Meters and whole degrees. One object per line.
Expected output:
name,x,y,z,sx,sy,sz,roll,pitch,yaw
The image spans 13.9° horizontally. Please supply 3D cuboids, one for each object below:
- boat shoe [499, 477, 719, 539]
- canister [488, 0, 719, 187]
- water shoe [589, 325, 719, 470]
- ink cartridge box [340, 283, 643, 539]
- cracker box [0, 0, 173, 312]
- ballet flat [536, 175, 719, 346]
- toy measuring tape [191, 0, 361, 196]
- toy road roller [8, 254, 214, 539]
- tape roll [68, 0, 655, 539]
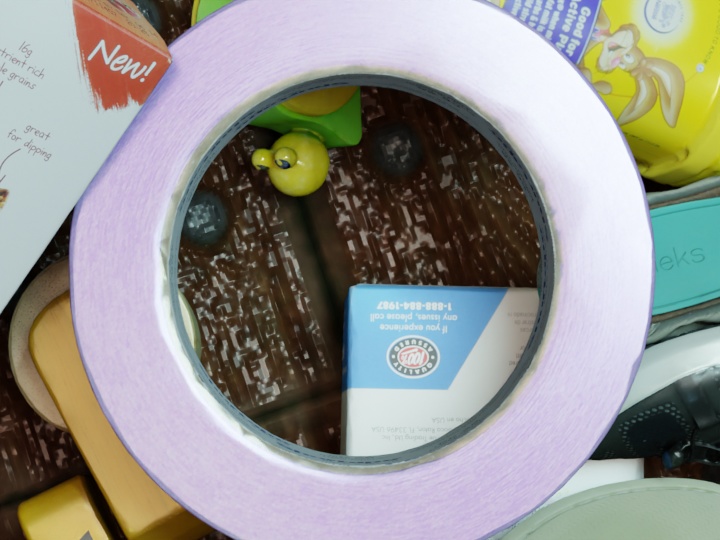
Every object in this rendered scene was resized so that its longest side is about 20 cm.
boat shoe,0.066,0.141,1.075,0.199,0.066,0.075,-30,62,-31
canister,0.070,-0.131,1.121,0.199,0.086,0.149,20,76,-18
water shoe,0.173,0.056,1.083,0.199,0.072,0.079,-12,75,-3
ink cartridge box,0.049,0.108,1.145,0.115,0.067,0.201,2,86,-2
cracker box,-0.173,-0.030,0.975,0.134,0.058,0.200,29,102,-31
ballet flat,0.160,-0.014,1.111,0.199,0.064,0.068,-10,85,-14
toy measuring tape,-0.034,-0.129,1.157,0.073,0.074,0.201,-2,88,-1
toy road roller,-0.101,0.104,1.115,0.145,0.123,0.201,-26,88,-3
tape roll,0.000,0.000,1.025,0.199,0.066,0.201,0,89,0
